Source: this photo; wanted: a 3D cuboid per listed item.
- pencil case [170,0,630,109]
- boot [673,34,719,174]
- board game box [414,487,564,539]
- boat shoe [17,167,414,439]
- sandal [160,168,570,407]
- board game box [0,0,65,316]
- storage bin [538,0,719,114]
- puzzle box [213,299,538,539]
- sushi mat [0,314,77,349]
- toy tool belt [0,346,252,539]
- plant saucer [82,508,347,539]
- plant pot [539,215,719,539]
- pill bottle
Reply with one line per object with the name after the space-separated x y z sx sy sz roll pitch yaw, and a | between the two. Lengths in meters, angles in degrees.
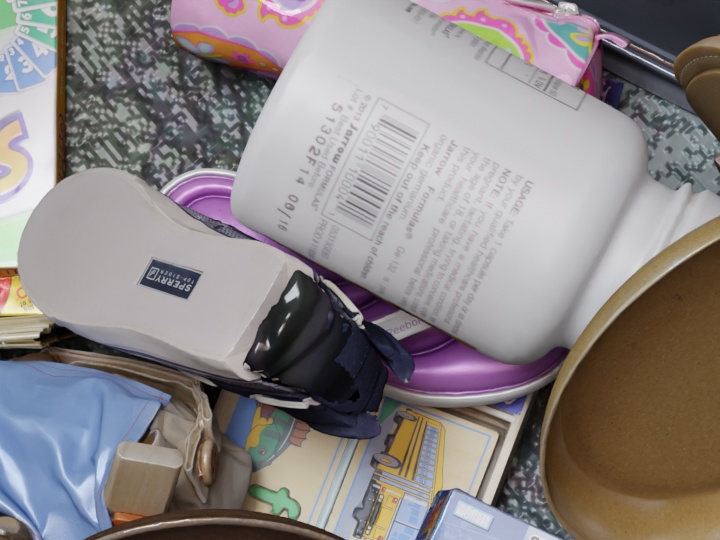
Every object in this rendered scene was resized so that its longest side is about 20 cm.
0.015 -0.103 1.226 0.199 0.087 0.088 22 81 10 | pencil case
0.207 -0.090 1.094 0.155 0.200 0.074 -37 76 2 | boot
0.117 0.146 1.129 0.199 0.135 0.035 25 85 1 | board game box
-0.063 0.019 1.165 0.200 0.093 0.075 25 81 51 | boat shoe
-0.002 0.007 1.198 0.202 0.050 0.083 13 80 10 | sandal
-0.184 -0.078 1.272 0.095 0.030 0.201 -2 81 5 | board game box
0.147 -0.164 1.203 0.199 0.134 0.146 28 83 9 | storage bin
-0.007 0.096 1.220 0.133 0.025 0.201 20 81 8 | puzzle box
-0.227 0.031 1.218 0.199 0.096 0.012 -3 93 4 | sushi mat
-0.153 0.083 1.171 0.199 0.123 0.125 5 72 17 | toy tool belt
-0.063 0.164 1.139 0.199 0.201 0.037 -10 38 3 | plant saucer
0.157 0.037 1.079 0.199 0.200 0.028 -27 50 -1 | plant pot
0.057 -0.027 1.132 0.199 0.114 0.115 28 82 4 | pill bottle
